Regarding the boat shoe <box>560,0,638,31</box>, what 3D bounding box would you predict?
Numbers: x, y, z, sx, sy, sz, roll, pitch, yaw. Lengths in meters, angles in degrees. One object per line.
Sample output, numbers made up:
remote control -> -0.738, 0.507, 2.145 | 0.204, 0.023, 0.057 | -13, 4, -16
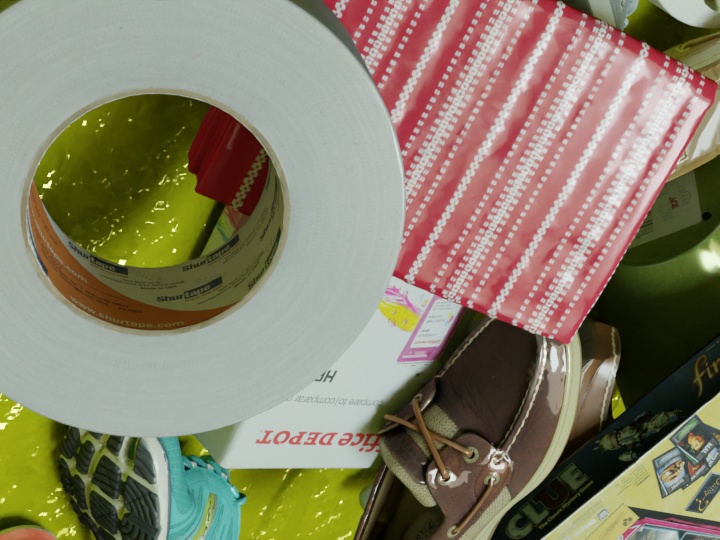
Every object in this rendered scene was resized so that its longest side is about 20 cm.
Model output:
boat shoe -> 0.100, -0.136, 0.806 | 0.071, 0.070, 0.202 | -18, 102, -45

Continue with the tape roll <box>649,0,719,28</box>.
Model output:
tape roll -> 0.212, -0.226, 0.910 | 0.202, 0.037, 0.203 | -24, 136, -26

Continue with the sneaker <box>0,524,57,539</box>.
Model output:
sneaker -> -0.157, 0.221, 0.918 | 0.077, 0.082, 0.200 | -35, 140, -15

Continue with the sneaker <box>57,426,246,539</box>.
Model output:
sneaker -> -0.103, 0.121, 0.902 | 0.080, 0.077, 0.200 | -40, 152, -23

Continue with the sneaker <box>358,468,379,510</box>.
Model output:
sneaker -> 0.048, 0.071, 0.989 | 0.075, 0.070, 0.201 | -17, 133, -31

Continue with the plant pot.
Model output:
plant pot -> 0.220, 0.025, 1.044 | 0.187, 0.187, 0.200 | -43, 128, -5

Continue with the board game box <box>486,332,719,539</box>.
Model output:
board game box -> 0.178, 0.125, 0.950 | 0.200, 0.035, 0.136 | -38, 128, -3

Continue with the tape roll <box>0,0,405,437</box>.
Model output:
tape roll -> -0.084, -0.034, 0.702 | 0.199, 0.066, 0.201 | -3, 114, -7

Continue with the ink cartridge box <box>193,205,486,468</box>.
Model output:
ink cartridge box -> 0.000, 0.000, 0.870 | 0.144, 0.085, 0.201 | 7, 119, -46

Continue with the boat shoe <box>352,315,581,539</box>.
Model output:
boat shoe -> 0.044, 0.096, 0.876 | 0.072, 0.072, 0.200 | -6, 134, -45

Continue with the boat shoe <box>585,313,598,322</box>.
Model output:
boat shoe -> 0.103, 0.097, 1.073 | 0.068, 0.072, 0.200 | -8, 138, -44

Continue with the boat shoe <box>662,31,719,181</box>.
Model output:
boat shoe -> 0.204, -0.105, 0.957 | 0.199, 0.069, 0.074 | -18, 119, -7

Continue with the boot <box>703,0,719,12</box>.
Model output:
boot -> 0.149, -0.213, 0.794 | 0.107, 0.075, 0.200 | -39, 111, 7

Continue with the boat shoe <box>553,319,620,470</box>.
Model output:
boat shoe -> 0.128, 0.114, 0.986 | 0.073, 0.076, 0.201 | 9, 129, 0

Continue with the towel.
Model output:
towel -> 0.040, -0.062, 0.757 | 0.199, 0.023, 0.145 | 23, 110, -17
